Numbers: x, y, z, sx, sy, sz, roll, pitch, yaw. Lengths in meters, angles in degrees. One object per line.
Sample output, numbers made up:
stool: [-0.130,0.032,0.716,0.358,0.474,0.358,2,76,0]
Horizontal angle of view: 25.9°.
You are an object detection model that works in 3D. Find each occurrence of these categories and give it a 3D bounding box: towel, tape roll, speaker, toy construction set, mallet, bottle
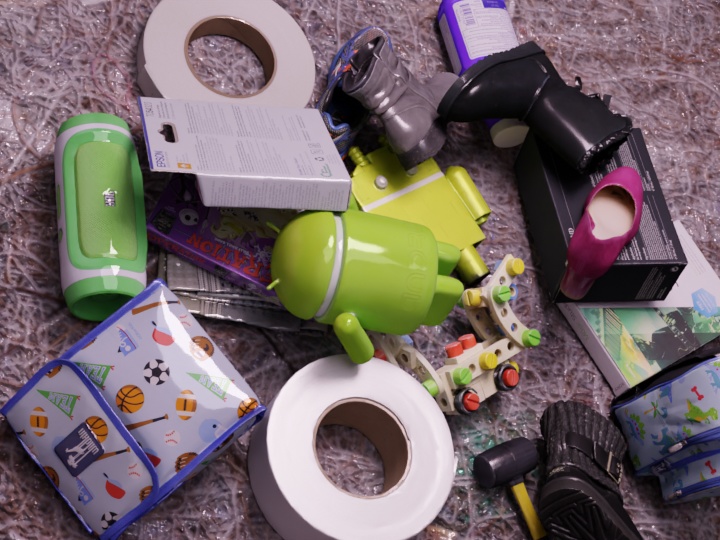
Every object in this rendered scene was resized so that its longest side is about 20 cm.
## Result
towel: [-0.117,-0.031,1.652,0.192,0.035,0.201,9,63,-19]
tape roll: [-0.008,0.189,1.565,0.202,0.071,0.203,10,61,-18]
tape roll: [-0.149,-0.229,1.737,0.202,0.037,0.204,10,62,-19]
speaker: [-0.263,-0.055,1.575,0.088,0.088,0.201,2,64,-21]
toy construction set: [0.106,0.077,1.655,0.199,0.092,0.132,-23,100,-22]
mallet: [0.176,0.273,1.621,0.066,0.041,0.201,-10,73,-27]
bottle: [0.152,-0.241,1.842,0.083,0.065,0.201,-6,64,-20]

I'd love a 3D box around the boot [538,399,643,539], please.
boot: [0.257,0.250,1.640,0.211,0.079,0.158,57,22,-22]

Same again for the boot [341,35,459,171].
boot: [0.052,-0.210,1.738,0.132,0.070,0.200,52,26,-16]

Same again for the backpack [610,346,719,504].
backpack: [0.395,0.158,1.668,0.182,0.200,0.147,-13,73,-28]

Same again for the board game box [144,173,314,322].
board game box: [-0.114,-0.040,1.630,0.199,0.032,0.120,26,62,-5]

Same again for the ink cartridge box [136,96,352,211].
ink cartridge box: [-0.123,-0.119,1.586,0.199,0.043,0.197,2,27,-13]

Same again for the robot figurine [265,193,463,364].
robot figurine: [0.000,0.000,1.567,0.199,0.116,0.176,10,55,-18]

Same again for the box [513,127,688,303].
box: [0.268,-0.065,1.774,0.141,0.079,0.201,1,53,-17]

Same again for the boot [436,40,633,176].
boot: [0.197,-0.168,1.721,0.162,0.073,0.198,45,43,15]

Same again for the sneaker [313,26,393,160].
sneaker: [-0.006,-0.201,1.757,0.075,0.078,0.201,27,58,-9]

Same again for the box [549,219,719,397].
box: [0.332,0.041,1.800,0.200,0.036,0.145,-26,77,-29]

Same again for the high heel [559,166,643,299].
high heel: [0.266,-0.064,1.662,0.067,0.096,0.200,31,53,10]

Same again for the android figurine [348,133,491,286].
android figurine: [0.058,-0.061,1.734,0.182,0.041,0.200,-24,77,-33]

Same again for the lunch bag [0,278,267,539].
lunch bag: [-0.215,0.135,1.479,0.200,0.124,0.170,-38,84,-10]
